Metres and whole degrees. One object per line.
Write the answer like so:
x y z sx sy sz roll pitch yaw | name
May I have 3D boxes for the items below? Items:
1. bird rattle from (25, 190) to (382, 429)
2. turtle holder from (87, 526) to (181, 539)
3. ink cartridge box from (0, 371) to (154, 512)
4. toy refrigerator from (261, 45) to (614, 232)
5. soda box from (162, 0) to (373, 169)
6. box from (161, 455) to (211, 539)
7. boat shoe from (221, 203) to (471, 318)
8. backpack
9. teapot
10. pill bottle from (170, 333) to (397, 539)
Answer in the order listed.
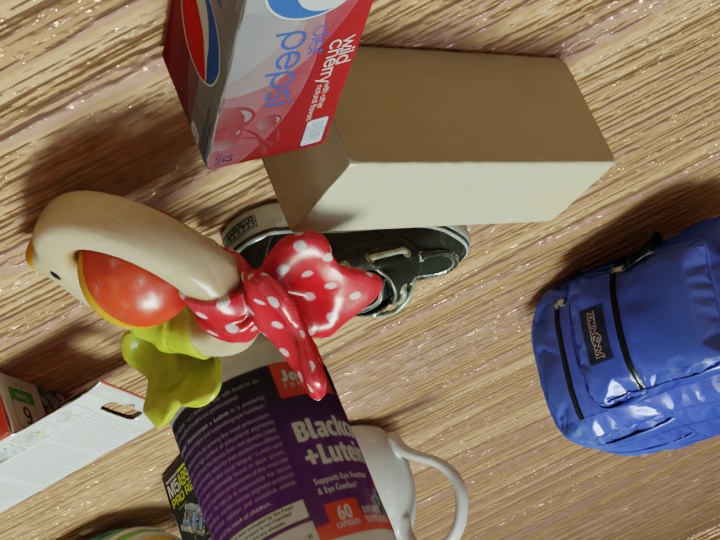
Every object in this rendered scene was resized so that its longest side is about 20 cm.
-0.096 0.016 0.782 0.162 0.114 0.200 30 166 -20 | bird rattle
-0.188 0.292 1.305 0.184 0.142 0.132 3 153 30 | turtle holder
-0.234 0.110 0.989 0.199 0.051 0.109 -30 157 11 | ink cartridge box
0.040 -0.070 0.825 0.198 0.077 0.070 -5 151 -40 | toy refrigerator
-0.035 -0.128 0.627 0.063 0.071 0.200 -14 156 -21 | soda box
-0.079 0.188 1.171 0.044 0.162 0.200 -5 151 -35 | box
0.000 0.000 0.956 0.198 0.064 0.071 -2 150 -42 | boat shoe
0.231 0.053 1.193 0.199 0.164 0.167 -24 152 35 | backpack
-0.023 0.240 1.361 0.195 0.147 0.201 -14 155 -24 | teapot
-0.059 0.115 0.972 0.110 0.202 0.112 -20 158 -9 | pill bottle
